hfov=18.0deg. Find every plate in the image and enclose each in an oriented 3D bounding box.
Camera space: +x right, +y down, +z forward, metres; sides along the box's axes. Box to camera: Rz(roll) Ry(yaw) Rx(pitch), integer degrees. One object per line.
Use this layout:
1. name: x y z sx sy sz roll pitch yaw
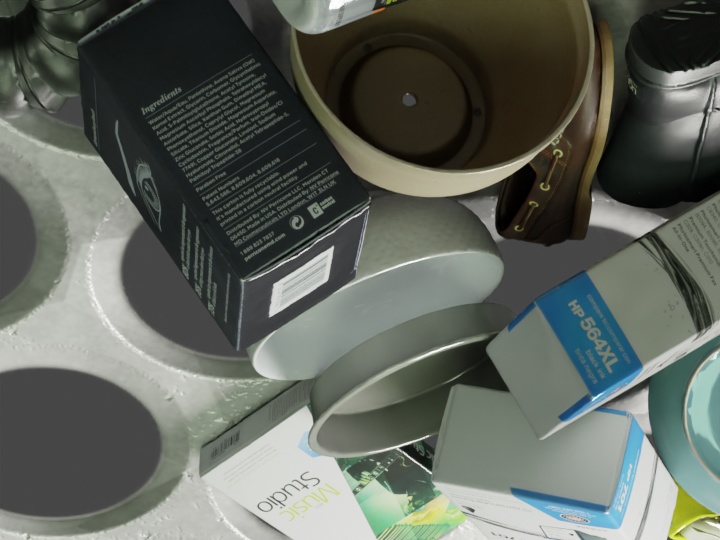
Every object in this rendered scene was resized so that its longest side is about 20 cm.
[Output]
1. plate: 0.320 0.112 1.772 0.198 0.026 0.202 5 105 18

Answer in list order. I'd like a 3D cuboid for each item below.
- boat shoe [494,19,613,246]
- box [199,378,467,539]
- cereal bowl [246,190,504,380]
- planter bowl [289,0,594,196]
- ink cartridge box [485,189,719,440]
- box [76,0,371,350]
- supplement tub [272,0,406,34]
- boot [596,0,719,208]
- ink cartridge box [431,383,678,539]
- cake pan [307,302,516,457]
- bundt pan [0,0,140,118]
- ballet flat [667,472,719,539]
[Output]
1. boat shoe: 0.136 -0.093 1.612 0.070 0.071 0.201 1 134 -5
2. box: -0.015 0.174 1.885 0.144 0.037 0.200 -35 126 28
3. cereal bowl: 0.000 0.000 1.661 0.199 0.084 0.200 -21 161 -7
4. planter bowl: 0.043 -0.133 1.507 0.198 0.202 0.135 6 160 -8
5. ink cartridge box: 0.205 0.027 1.624 0.199 0.085 0.146 -29 171 -16
6. box: -0.093 -0.071 1.499 0.104 0.201 0.148 -32 167 -14
7. supplement tub: 0.032 -0.234 1.404 0.199 0.123 0.123 -23 136 -17
8. boot: 0.265 -0.126 1.586 0.198 0.077 0.169 -17 150 -11
9. ink cartridge box: 0.156 0.166 1.775 0.145 0.087 0.200 8 160 22
10. cake pan: 0.047 0.083 1.742 0.199 0.037 0.201 -20 159 -8
11. bundt pan: -0.240 -0.182 1.512 0.200 0.076 0.203 -1 133 -1
12. ballet flat: 0.336 0.229 1.928 0.199 0.067 0.067 20 130 -20
